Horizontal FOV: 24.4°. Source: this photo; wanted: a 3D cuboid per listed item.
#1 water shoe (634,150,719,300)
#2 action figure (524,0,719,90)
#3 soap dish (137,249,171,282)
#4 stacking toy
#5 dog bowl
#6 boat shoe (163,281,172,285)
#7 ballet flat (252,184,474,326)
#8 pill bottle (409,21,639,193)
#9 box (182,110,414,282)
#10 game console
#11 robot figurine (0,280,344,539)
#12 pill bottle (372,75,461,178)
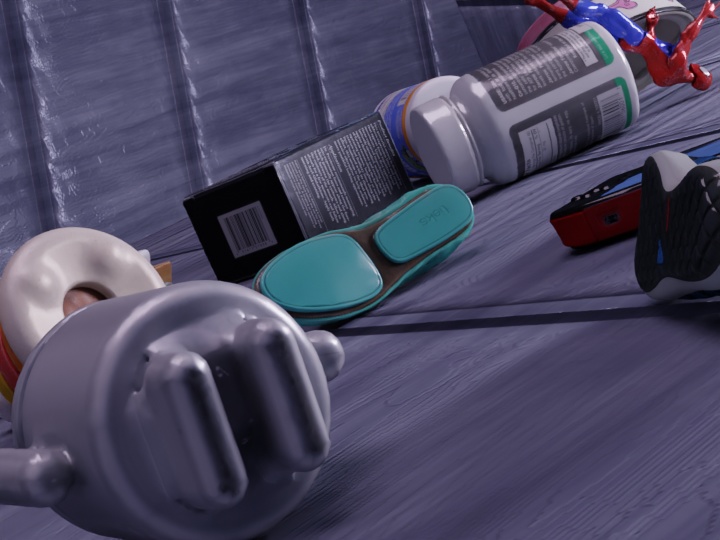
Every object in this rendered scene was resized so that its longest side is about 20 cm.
[{"bbox_3d":[0.177,-0.016,0.770,0.079,0.072,0.200,4,6,-1],"label":"water shoe"},{"bbox_3d":[0.273,-0.254,1.648,0.099,0.200,0.065,-58,5,-16],"label":"action figure"},{"bbox_3d":[-0.292,0.052,1.676,0.157,0.081,0.200,-29,9,-36],"label":"soap dish"},{"bbox_3d":[-0.251,0.067,1.340,0.146,0.146,0.200,-30,-6,-42],"label":"stacking toy"},{"bbox_3d":[0.255,-0.241,1.786,0.200,0.074,0.200,-25,-20,-10],"label":"dog bowl"},{"bbox_3d":[-0.183,0.036,1.470,0.072,0.071,0.200,-26,7,-21],"label":"boat shoe"},{"bbox_3d":[0.000,0.000,1.228,0.200,0.067,0.070,-28,-16,-31],"label":"ballet flat"},{"bbox_3d":[0.156,-0.151,1.597,0.200,0.113,0.113,-24,7,-9],"label":"pill bottle"},{"bbox_3d":[-0.064,-0.080,1.815,0.148,0.107,0.200,-19,8,40],"label":"box"},{"bbox_3d":[0.231,-0.072,1.083,0.200,0.031,0.177,-20,8,27],"label":"game console"},{"bbox_3d":[-0.089,0.065,0.747,0.169,0.113,0.200,-17,3,-28],"label":"robot figurine"},{"bbox_3d":[0.076,-0.168,2.007,0.112,0.112,0.200,-26,6,-17],"label":"pill bottle"}]
